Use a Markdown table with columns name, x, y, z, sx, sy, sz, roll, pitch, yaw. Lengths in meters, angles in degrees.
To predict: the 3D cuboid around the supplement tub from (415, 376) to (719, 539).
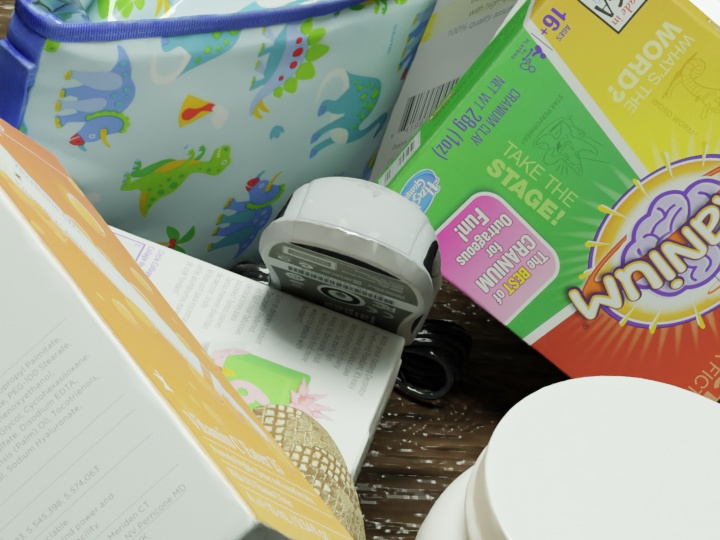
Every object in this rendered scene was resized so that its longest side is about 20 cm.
| name | x | y | z | sx | sy | sz | roll | pitch | yaw |
| --- | --- | --- | --- | --- | --- | --- | --- | --- | --- |
| supplement tub | 0.074 | 0.149 | 1.022 | 0.144 | 0.201 | 0.145 | 10 | 40 | -9 |

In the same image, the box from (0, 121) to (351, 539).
| name | x | y | z | sx | sy | sz | roll | pitch | yaw |
| --- | --- | --- | --- | --- | --- | --- | --- | --- | --- |
| box | -0.104 | 0.048 | 0.950 | 0.200 | 0.097 | 0.124 | 50 | 5 | 22 |

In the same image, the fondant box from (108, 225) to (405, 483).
| name | x | y | z | sx | sy | sz | roll | pitch | yaw |
| --- | --- | --- | --- | --- | --- | --- | --- | --- | --- |
| fondant box | -0.097 | 0.052 | 1.130 | 0.199 | 0.058 | 0.145 | 20 | 39 | 3 |

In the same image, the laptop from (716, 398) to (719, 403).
| name | x | y | z | sx | sy | sz | roll | pitch | yaw |
| --- | --- | --- | --- | --- | --- | --- | --- | --- | --- |
| laptop | 0.190 | 0.128 | 1.077 | 0.103 | 0.200 | 0.178 | -22 | 46 | 3 |

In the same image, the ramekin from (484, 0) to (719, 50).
| name | x | y | z | sx | sy | sz | roll | pitch | yaw |
| --- | --- | --- | --- | --- | --- | --- | --- | --- | --- |
| ramekin | 0.139 | -0.091 | 1.334 | 0.098 | 0.201 | 0.200 | 41 | 44 | 16 |

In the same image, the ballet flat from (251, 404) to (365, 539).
| name | x | y | z | sx | sy | sz | roll | pitch | yaw |
| --- | --- | --- | --- | --- | --- | --- | --- | --- | --- |
| ballet flat | -0.029 | 0.144 | 1.013 | 0.070 | 0.065 | 0.201 | 5 | 81 | -10 |

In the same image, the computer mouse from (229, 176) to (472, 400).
| name | x | y | z | sx | sy | sz | roll | pitch | yaw |
| --- | --- | --- | --- | --- | --- | --- | --- | --- | --- |
| computer mouse | 0.000 | 0.000 | 1.187 | 0.109 | 0.200 | 0.044 | 20 | 75 | 1 |

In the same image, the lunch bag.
| name | x | y | z | sx | sy | sz | roll | pitch | yaw |
| --- | --- | --- | --- | --- | --- | --- | --- | --- | --- |
| lunch bag | -0.082 | -0.074 | 1.243 | 0.127 | 0.171 | 0.200 | 40 | 44 | 23 |

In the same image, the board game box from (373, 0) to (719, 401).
| name | x | y | z | sx | sy | sz | roll | pitch | yaw |
| --- | --- | --- | --- | --- | --- | --- | --- | --- | --- |
| board game box | 0.125 | -0.023 | 1.231 | 0.200 | 0.153 | 0.040 | 38 | 14 | -9 |

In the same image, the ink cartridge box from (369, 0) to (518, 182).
| name | x | y | z | sx | sy | sz | roll | pitch | yaw |
| --- | --- | --- | --- | --- | --- | --- | --- | --- | --- |
| ink cartridge box | 0.041 | -0.142 | 1.345 | 0.083 | 0.201 | 0.145 | 41 | 44 | 25 |
